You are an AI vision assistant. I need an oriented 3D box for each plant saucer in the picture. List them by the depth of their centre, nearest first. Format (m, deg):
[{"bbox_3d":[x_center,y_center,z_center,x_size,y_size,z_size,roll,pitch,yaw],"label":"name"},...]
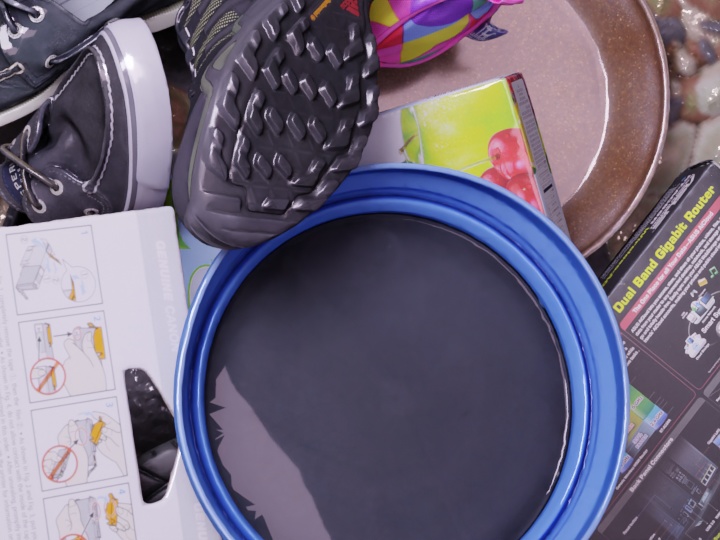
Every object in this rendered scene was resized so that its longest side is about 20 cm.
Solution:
[{"bbox_3d":[0.058,-0.089,0.879,0.200,0.037,0.201,0,88,-3],"label":"plant saucer"}]

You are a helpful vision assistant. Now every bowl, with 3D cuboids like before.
[{"bbox_3d":[0.017,0.054,0.739,0.200,0.039,0.201,3,79,-13],"label":"bowl"}]

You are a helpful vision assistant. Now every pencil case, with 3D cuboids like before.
[{"bbox_3d":[0.004,-0.194,0.824,0.088,0.088,0.200,-24,78,-4],"label":"pencil case"}]

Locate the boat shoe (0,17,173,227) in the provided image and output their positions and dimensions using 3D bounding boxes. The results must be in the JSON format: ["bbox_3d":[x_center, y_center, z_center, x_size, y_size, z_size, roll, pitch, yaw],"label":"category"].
[{"bbox_3d":[-0.137,-0.042,0.787,0.066,0.200,0.070,-13,69,-25],"label":"boat shoe"}]

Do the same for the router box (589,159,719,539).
[{"bbox_3d":[0.169,0.067,0.869,0.150,0.062,0.200,39,86,-2],"label":"router box"}]

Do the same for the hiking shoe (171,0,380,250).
[{"bbox_3d":[-0.041,-0.091,0.744,0.076,0.101,0.200,33,61,-26],"label":"hiking shoe"}]

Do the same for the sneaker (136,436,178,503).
[{"bbox_3d":[-0.116,0.137,0.830,0.200,0.082,0.073,-37,97,2],"label":"sneaker"}]

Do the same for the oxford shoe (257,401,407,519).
[{"bbox_3d":[0.017,0.112,0.804,0.200,0.073,0.071,39,130,-15],"label":"oxford shoe"}]

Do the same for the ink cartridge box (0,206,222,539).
[{"bbox_3d":[-0.152,0.078,0.717,0.173,0.044,0.201,-8,89,-29],"label":"ink cartridge box"}]

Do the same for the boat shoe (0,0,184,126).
[{"bbox_3d":[-0.142,-0.127,0.779,0.199,0.066,0.075,-25,59,-16],"label":"boat shoe"}]

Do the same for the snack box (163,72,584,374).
[{"bbox_3d":[0.000,0.000,0.828,0.200,0.053,0.143,-15,95,16],"label":"snack box"}]
